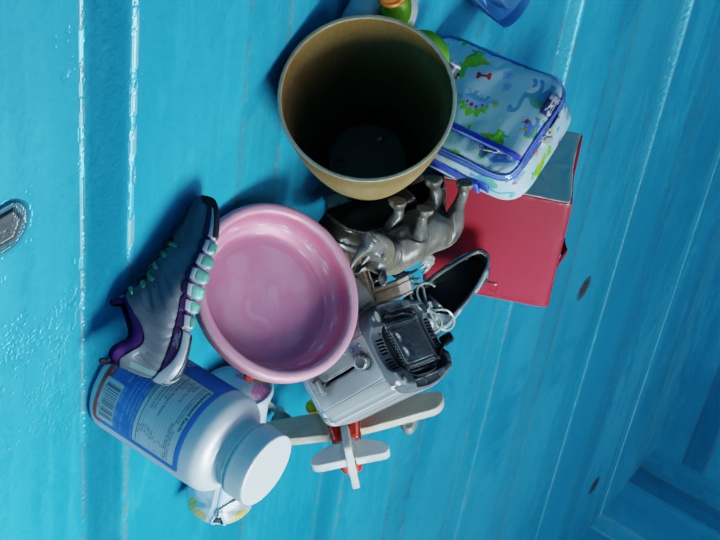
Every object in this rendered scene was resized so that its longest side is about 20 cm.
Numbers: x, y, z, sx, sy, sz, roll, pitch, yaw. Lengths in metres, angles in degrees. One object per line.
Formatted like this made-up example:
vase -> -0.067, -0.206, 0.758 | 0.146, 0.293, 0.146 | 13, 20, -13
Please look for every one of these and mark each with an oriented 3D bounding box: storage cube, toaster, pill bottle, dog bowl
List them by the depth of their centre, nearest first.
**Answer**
pill bottle -> -0.175, 0.160, 1.520 | 0.112, 0.200, 0.112 | -46, 153, -32
toaster -> 0.017, 0.109, 1.726 | 0.129, 0.114, 0.200 | -30, 173, 26
dog bowl -> 0.169, -0.379, 1.807 | 0.112, 0.050, 0.200 | -61, 156, -1
storage cube -> 0.191, -0.084, 1.968 | 0.171, 0.200, 0.180 | -71, 172, -49

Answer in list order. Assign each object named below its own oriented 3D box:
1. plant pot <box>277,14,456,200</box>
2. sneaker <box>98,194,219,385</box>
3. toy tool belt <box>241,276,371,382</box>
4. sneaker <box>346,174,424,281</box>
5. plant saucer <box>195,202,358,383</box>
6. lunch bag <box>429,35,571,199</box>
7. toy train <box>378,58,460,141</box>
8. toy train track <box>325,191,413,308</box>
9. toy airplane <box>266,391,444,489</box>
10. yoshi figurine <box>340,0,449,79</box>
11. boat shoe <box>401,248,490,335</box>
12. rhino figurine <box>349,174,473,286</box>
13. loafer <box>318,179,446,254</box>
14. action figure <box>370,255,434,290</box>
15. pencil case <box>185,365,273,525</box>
plant pot -> 0.006, -0.152, 1.603 | 0.186, 0.186, 0.200 | -55, 171, -14
sneaker -> -0.201, 0.011, 1.473 | 0.074, 0.087, 0.200 | 152, -47, -69
toy tool belt -> -0.091, 0.035, 1.696 | 0.200, 0.123, 0.125 | -31, 175, -38
sneaker -> -0.004, -0.061, 1.816 | 0.076, 0.070, 0.200 | 41, 80, -39
plant saucer -> -0.099, 0.028, 1.589 | 0.201, 0.201, 0.051 | -44, -170, -35
lunch bag -> 0.144, -0.186, 1.781 | 0.161, 0.200, 0.082 | -55, 155, -12
toy train -> 0.051, -0.181, 1.735 | 0.200, 0.056, 0.042 | -56, -179, 15
toy train track -> 0.000, 0.000, 1.778 | 0.115, 0.033, 0.200 | -20, 107, -8
toy airplane -> -0.020, 0.190, 1.871 | 0.199, 0.200, 0.141 | -52, 160, -22
yoshi figurine -> 0.054, -0.274, 1.622 | 0.112, 0.112, 0.200 | -56, 160, -28
boat shoe -> 0.093, 0.046, 1.856 | 0.200, 0.075, 0.062 | -38, 170, -20
rhino figurine -> 0.054, -0.040, 1.656 | 0.200, 0.060, 0.088 | -31, 139, -44
loafer -> 0.027, -0.075, 1.727 | 0.200, 0.073, 0.071 | -19, 135, -44
action figure -> 0.044, -0.015, 1.896 | 0.200, 0.102, 0.119 | -54, 170, -16
pencil case -> -0.159, 0.211, 1.756 | 0.091, 0.083, 0.200 | -66, 170, -59
